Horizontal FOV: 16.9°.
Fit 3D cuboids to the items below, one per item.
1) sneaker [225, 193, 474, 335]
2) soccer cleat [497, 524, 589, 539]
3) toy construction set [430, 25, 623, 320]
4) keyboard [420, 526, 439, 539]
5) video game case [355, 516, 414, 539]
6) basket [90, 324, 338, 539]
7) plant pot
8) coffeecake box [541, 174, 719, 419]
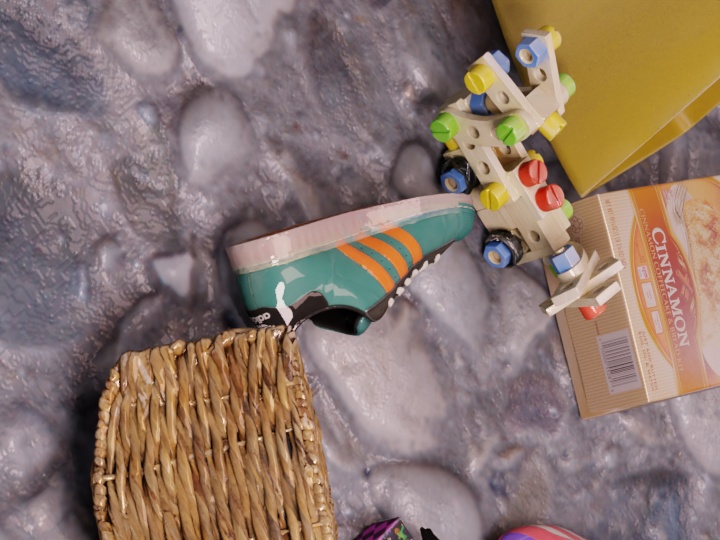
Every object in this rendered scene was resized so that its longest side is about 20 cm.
[{"bbox_3d":[0.000,0.000,1.607,0.199,0.071,0.080,-16,93,-37],"label":"sneaker"},{"bbox_3d":[0.177,0.220,1.690,0.199,0.076,0.067,25,63,-34],"label":"soccer cleat"},{"bbox_3d":[0.119,-0.061,1.679,0.092,0.131,0.201,-24,94,-41],"label":"toy construction set"},{"bbox_3d":[0.096,0.238,1.530,0.021,0.200,0.127,-38,109,-4],"label":"keyboard"},{"bbox_3d":[0.007,0.289,1.551,0.200,0.036,0.182,-43,107,-39],"label":"video game case"},{"bbox_3d":[-0.085,0.153,1.471,0.142,0.149,0.201,-12,72,-1],"label":"basket"},{"bbox_3d":[0.209,-0.201,1.746,0.177,0.200,0.200,51,34,5],"label":"plant pot"},{"bbox_3d":[0.235,0.015,1.798,0.199,0.073,0.155,-10,84,-42],"label":"coffeecake box"}]
